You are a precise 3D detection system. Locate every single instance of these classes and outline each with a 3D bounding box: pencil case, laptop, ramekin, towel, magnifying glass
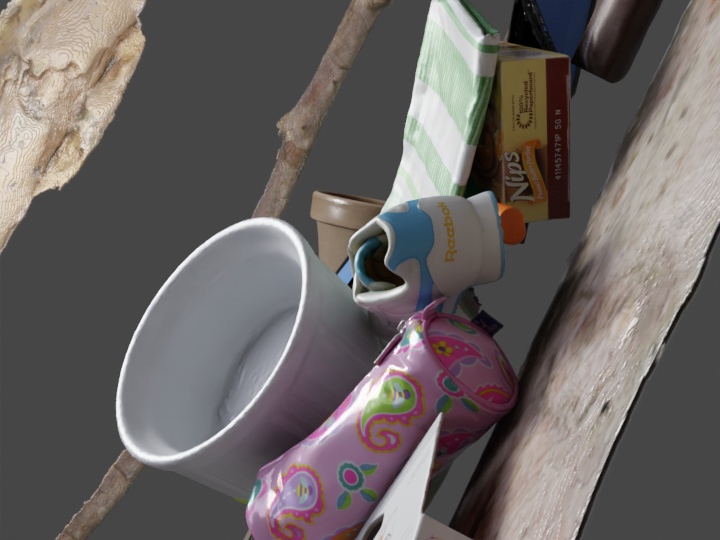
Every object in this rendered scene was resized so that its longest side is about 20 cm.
[{"bbox_3d":[0.012,0.108,0.784,0.200,0.087,0.088,-48,9,27],"label":"pencil case"},{"bbox_3d":[0.170,-0.155,1.033,0.201,0.102,0.178,-100,11,-45],"label":"laptop"},{"bbox_3d":[-0.081,0.071,0.921,0.199,0.098,0.202,-29,41,29],"label":"ramekin"},{"bbox_3d":[0.055,-0.098,0.924,0.153,0.023,0.202,-111,33,-62],"label":"towel"},{"bbox_3d":[0.082,-0.043,0.910,0.200,0.022,0.081,-137,37,-78],"label":"magnifying glass"}]

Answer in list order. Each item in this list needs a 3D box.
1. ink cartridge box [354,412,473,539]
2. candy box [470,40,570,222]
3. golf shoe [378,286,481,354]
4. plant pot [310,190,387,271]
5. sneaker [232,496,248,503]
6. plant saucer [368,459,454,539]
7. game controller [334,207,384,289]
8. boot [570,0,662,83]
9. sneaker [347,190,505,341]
[{"bbox_3d":[0.006,0.206,0.691,0.201,0.044,0.177,-61,4,34],"label":"ink cartridge box"},{"bbox_3d":[0.103,-0.113,0.952,0.200,0.055,0.117,-127,34,-72],"label":"candy box"},{"bbox_3d":[0.044,0.051,1.015,0.092,0.073,0.200,-29,-13,-16],"label":"golf shoe"},{"bbox_3d":[0.007,-0.023,1.944,0.200,0.198,0.177,-81,1,-83],"label":"plant pot"},{"bbox_3d":[-0.056,0.181,1.060,0.106,0.075,0.201,-76,-26,-46],"label":"sneaker"},{"bbox_3d":[-0.003,0.137,0.917,0.200,0.050,0.201,-45,19,20],"label":"plant saucer"},{"bbox_3d":[0.000,0.000,1.055,0.104,0.042,0.201,-16,33,56],"label":"game controller"},{"bbox_3d":[0.201,-0.197,0.860,0.187,0.064,0.201,-66,1,-50],"label":"boot"},{"bbox_3d":[0.028,-0.001,0.821,0.200,0.080,0.077,124,139,-67],"label":"sneaker"}]
